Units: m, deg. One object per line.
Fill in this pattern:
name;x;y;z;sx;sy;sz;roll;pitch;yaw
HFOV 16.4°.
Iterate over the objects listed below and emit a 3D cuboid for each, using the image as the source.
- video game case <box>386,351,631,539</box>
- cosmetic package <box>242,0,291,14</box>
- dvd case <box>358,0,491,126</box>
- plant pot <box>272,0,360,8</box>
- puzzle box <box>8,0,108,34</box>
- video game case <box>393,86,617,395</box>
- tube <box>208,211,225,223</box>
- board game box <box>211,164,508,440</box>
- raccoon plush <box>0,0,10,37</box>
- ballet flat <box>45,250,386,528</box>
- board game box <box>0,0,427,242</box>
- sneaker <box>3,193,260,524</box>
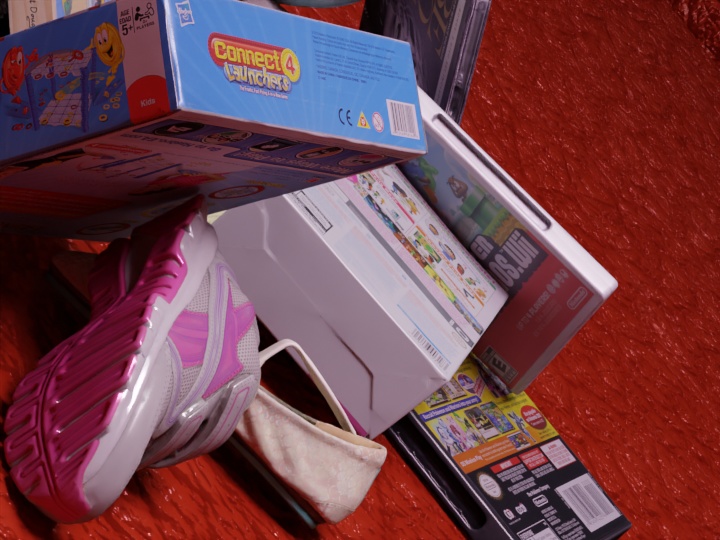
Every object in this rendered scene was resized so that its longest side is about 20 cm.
video game case;0.076;0.107;1.517;0.181;0.025;0.200;51;18;11
cosmetic package;-0.051;-0.108;1.526;0.051;0.082;0.200;53;9;15
dvd case;0.037;-0.159;1.577;0.016;0.149;0.200;2;36;-17
plant pot;-0.026;-0.239;1.500;0.201;0.200;0.134;54;-8;21
puzzle box;-0.152;-0.144;1.301;0.133;0.025;0.201;-55;145;-72
video game case;0.055;-0.026;1.518;0.200;0.143;0.017;45;57;6
tube;-0.119;-0.074;1.413;0.058;0.052;0.200;-27;79;-32
board game box;0.000;0.000;1.416;0.148;0.064;0.200;50;19;-1
raccoon plush;-0.205;-0.192;1.297;0.096;0.134;0.200;11;-19;16
ballet flat;-0.067;0.045;1.233;0.200;0.062;0.067;44;-1;-16
board game box;-0.104;-0.065;1.136;0.200;0.195;0.056;6;73;-58
sneaker;-0.088;0.051;1.112;0.088;0.081;0.200;52;34;-19
